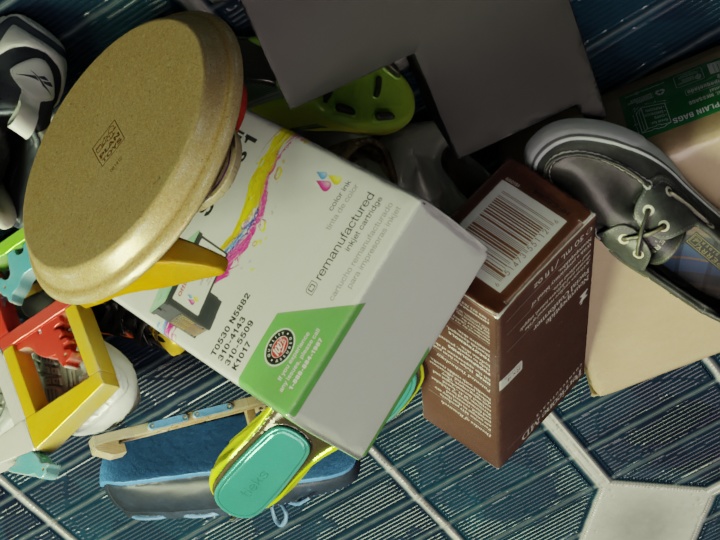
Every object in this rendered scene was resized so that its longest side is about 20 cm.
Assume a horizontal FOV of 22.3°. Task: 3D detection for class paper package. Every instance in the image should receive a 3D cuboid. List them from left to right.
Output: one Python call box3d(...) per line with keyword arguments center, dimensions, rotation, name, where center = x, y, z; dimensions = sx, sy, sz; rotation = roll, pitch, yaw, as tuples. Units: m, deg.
box3d(center=(0.216, -0.036, 1.250), dimensions=(0.200, 0.104, 0.191), rotation=(-21, 128, 11), name="paper package")

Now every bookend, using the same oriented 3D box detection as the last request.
box3d(center=(0.023, -0.152, 1.118), dimensions=(0.198, 0.092, 0.200), rotation=(-25, 125, 1), name="bookend")

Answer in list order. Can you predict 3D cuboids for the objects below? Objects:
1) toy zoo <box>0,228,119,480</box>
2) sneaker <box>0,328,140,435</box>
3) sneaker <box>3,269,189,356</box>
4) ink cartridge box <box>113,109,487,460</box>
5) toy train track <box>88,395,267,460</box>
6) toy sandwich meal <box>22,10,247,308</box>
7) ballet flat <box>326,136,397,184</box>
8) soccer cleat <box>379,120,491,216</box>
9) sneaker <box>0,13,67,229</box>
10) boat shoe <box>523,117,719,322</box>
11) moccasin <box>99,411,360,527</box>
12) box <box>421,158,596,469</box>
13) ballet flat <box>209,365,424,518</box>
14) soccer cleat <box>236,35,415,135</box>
box3d(center=(-0.234, 0.049, 1.211), dimensions=(0.131, 0.200, 0.020), rotation=(-33, 155, 19), name="toy zoo")
box3d(center=(-0.191, 0.079, 1.277), dimensions=(0.099, 0.078, 0.200), rotation=(5, 174, -32), name="sneaker")
box3d(center=(-0.149, 0.020, 1.257), dimensions=(0.200, 0.090, 0.070), rotation=(-2, 128, -5), name="sneaker")
box3d(center=(-0.047, -0.002, 1.088), dimensions=(0.084, 0.200, 0.145), rotation=(34, 86, -49), name="ink cartridge box")
box3d(center=(-0.094, 0.111, 1.315), dimensions=(0.200, 0.033, 0.115), rotation=(-13, 170, -18), name="toy train track")
box3d(center=(-0.122, -0.057, 1.056), dimensions=(0.070, 0.205, 0.205), rotation=(30, 119, -36), name="toy sandwich meal")
box3d(center=(0.000, 0.000, 1.154), dimensions=(0.070, 0.200, 0.065), rotation=(11, 148, -34), name="ballet flat")
box3d(center=(0.075, -0.020, 1.265), dimensions=(0.077, 0.069, 0.200), rotation=(-18, 125, 22), name="soccer cleat")
box3d(center=(-0.259, -0.057, 1.158), dimensions=(0.199, 0.130, 0.079), rotation=(-37, 122, 21), name="sneaker")
box3d(center=(0.188, -0.028, 1.153), dimensions=(0.200, 0.057, 0.069), rotation=(30, 119, -25), name="boat shoe")
box3d(center=(-0.095, 0.152, 1.388), dimensions=(0.200, 0.081, 0.068), rotation=(-2, 135, 13), name="moccasin")
box3d(center=(0.092, 0.033, 1.177), dimensions=(0.100, 0.075, 0.200), rotation=(-45, 156, -21), name="box")
box3d(center=(-0.032, 0.094, 1.243), dimensions=(0.067, 0.067, 0.200), rotation=(39, 121, -15), name="ballet flat")
box3d(center=(-0.065, -0.117, 1.190), dimensions=(0.200, 0.065, 0.084), rotation=(5, 157, -16), name="soccer cleat")
